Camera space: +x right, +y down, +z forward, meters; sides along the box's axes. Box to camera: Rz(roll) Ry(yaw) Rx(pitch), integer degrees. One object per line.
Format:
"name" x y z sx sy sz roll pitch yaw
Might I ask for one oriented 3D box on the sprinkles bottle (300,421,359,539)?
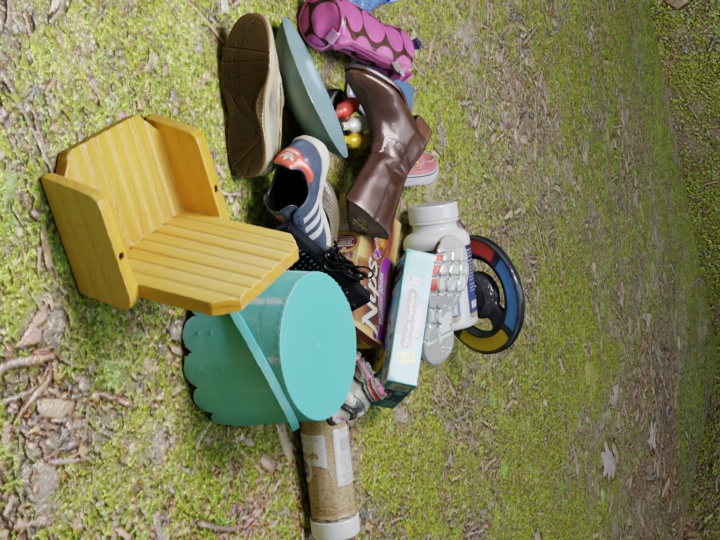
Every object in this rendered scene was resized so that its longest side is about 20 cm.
"sprinkles bottle" -0.044 0.263 1.507 0.068 0.068 0.203 -18 103 -60

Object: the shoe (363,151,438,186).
"shoe" 0.073 -0.186 1.729 0.199 0.071 0.092 -19 130 -56

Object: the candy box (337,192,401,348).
"candy box" 0.000 0.000 1.623 0.117 0.056 0.202 41 51 -54

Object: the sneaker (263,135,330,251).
"sneaker" -0.088 -0.070 1.430 0.084 0.074 0.202 -38 135 -48

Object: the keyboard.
"keyboard" -0.056 0.007 1.447 0.200 0.104 0.040 41 23 -43

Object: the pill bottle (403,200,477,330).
"pill bottle" 0.127 -0.008 1.799 0.111 0.110 0.203 -19 105 -60

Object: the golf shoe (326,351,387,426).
"golf shoe" -0.043 0.128 1.457 0.073 0.092 0.200 58 -5 -30

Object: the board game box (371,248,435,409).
"board game box" 0.058 0.090 1.648 0.151 0.046 0.202 121 -20 -67

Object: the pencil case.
"pencil case" 0.000 -0.333 1.595 0.199 0.090 0.094 9 54 -52

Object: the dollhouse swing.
"dollhouse swing" -0.186 -0.066 1.164 0.200 0.174 0.184 -44 125 -53

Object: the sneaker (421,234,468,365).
"sneaker" 0.107 0.042 1.715 0.076 0.082 0.202 14 88 -35

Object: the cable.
"cable" -0.043 -0.202 1.565 0.200 0.050 0.098 -35 113 -57

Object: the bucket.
"bucket" -0.104 0.094 1.341 0.207 0.134 0.210 12 77 -59

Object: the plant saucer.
"plant saucer" -0.075 -0.236 1.473 0.201 0.038 0.203 -23 90 -81

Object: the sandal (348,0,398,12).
"sandal" 0.024 -0.432 1.672 0.200 0.086 0.080 -43 126 -52

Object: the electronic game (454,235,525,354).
"electronic game" 0.198 0.041 1.847 0.041 0.199 0.202 -14 101 -36

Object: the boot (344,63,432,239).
"boot" 0.009 -0.164 1.564 0.186 0.064 0.201 39 66 -30

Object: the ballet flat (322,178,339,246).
"ballet flat" -0.062 -0.042 1.506 0.046 0.067 0.202 -39 128 -59

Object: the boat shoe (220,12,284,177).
"boat shoe" -0.129 -0.220 1.393 0.065 0.071 0.203 -20 111 -65

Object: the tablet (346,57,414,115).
"tablet" 0.034 -0.282 1.750 0.200 0.014 0.132 41 53 -54
